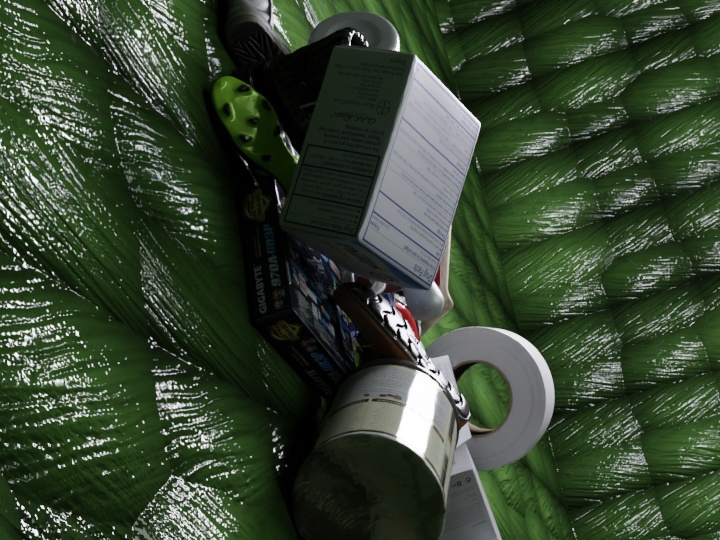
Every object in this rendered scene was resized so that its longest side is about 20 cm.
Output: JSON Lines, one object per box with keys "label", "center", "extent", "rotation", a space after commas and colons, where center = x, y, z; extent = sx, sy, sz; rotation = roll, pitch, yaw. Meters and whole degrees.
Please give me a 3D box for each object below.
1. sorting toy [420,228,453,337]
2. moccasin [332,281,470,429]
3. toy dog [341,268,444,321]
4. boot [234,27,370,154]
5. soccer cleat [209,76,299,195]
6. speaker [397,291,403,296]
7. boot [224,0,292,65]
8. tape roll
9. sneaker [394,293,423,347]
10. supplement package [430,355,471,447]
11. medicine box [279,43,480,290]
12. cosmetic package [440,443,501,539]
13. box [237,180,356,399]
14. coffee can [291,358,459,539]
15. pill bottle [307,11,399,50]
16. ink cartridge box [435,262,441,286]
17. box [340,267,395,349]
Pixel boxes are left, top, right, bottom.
{"label": "sorting toy", "center": [0.091, -0.015, 1.821], "extent": [0.185, 0.036, 0.202], "rotation": [129, -35, -62]}
{"label": "moccasin", "center": [0.034, 0.101, 1.342], "extent": [0.202, 0.077, 0.074], "rotation": [51, 19, -6]}
{"label": "toy dog", "center": [0.029, -0.016, 1.479], "extent": [0.097, 0.130, 0.202], "rotation": [111, -20, -52]}
{"label": "boot", "center": [-0.036, -0.166, 1.417], "extent": [0.080, 0.156, 0.212], "rotation": [-75, 146, -47]}
{"label": "soccer cleat", "center": [-0.100, -0.121, 1.328], "extent": [0.200, 0.081, 0.068], "rotation": [49, 62, -23]}
{"label": "speaker", "center": [0.047, -0.011, 1.769], "extent": [0.201, 0.080, 0.082], "rotation": [-94, 161, -47]}
{"label": "boot", "center": [-0.121, -0.310, 1.502], "extent": [0.182, 0.072, 0.201], "rotation": [61, 10, -48]}
{"label": "tape roll", "center": [0.176, 0.183, 1.792], "extent": [0.139, 0.200, 0.205], "rotation": [16, 57, -75]}
{"label": "sneaker", "center": [0.050, 0.113, 1.628], "extent": [0.085, 0.076, 0.201], "rotation": [-82, 154, -50]}
{"label": "supplement package", "center": [0.054, 0.170, 1.476], "extent": [0.200, 0.112, 0.111], "rotation": [10, 64, -78]}
{"label": "medicine box", "center": [0.025, -0.104, 1.296], "extent": [0.182, 0.102, 0.202], "rotation": [32, 73, -58]}
{"label": "cosmetic package", "center": [0.141, 0.346, 1.649], "extent": [0.108, 0.084, 0.202], "rotation": [-101, 172, -79]}
{"label": "box", "center": [-0.063, 0.024, 1.316], "extent": [0.200, 0.046, 0.161], "rotation": [54, 22, -56]}
{"label": "coffee can", "center": [0.020, 0.189, 1.223], "extent": [0.200, 0.145, 0.148], "rotation": [-62, 133, -73]}
{"label": "pill bottle", "center": [-0.004, -0.208, 1.527], "extent": [0.201, 0.111, 0.113], "rotation": [86, -2, -49]}
{"label": "ink cartridge box", "center": [0.066, -0.064, 1.584], "extent": [0.200, 0.047, 0.162], "rotation": [-153, -117, -82]}
{"label": "box", "center": [0.000, 0.000, 1.569], "extent": [0.065, 0.069, 0.201], "rotation": [59, 18, -44]}
